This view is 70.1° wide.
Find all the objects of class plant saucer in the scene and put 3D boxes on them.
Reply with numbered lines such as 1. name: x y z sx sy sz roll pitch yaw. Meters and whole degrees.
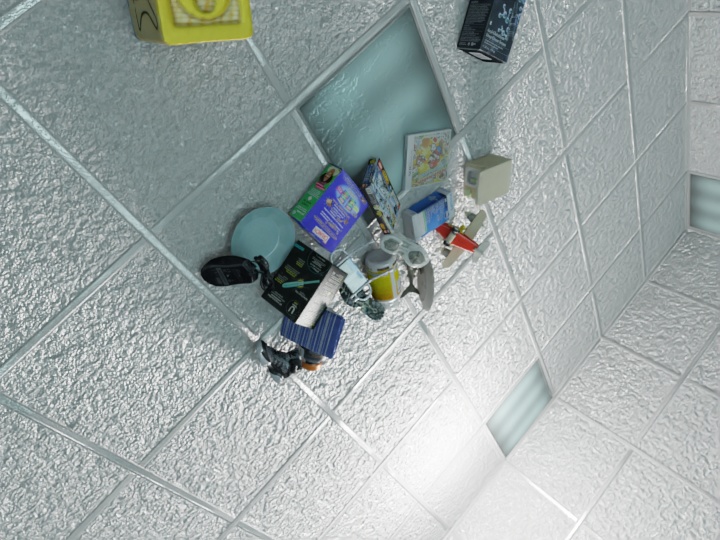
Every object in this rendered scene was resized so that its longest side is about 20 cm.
1. plant saucer: -0.280 -0.086 1.452 0.199 0.039 0.204 -18 121 -33

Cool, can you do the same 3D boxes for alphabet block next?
1. alphabet block: -0.354 -0.569 1.037 0.195 0.199 0.198 -22 125 -30

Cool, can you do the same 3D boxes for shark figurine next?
1. shark figurine: 0.173 -0.012 1.862 0.088 0.129 0.216 -2 134 -12

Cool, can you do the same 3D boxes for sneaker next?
1. sneaker: -0.251 0.267 1.608 0.112 0.076 0.201 -23 134 -2
2. sneaker: 0.148 -0.084 1.718 0.198 0.100 0.078 30 115 -23
3. sneaker: -0.010 0.099 1.749 0.200 0.086 0.078 42 82 -20

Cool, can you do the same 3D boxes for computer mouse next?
1. computer mouse: -0.332 -0.001 1.392 0.196 0.053 0.140 -1 138 6

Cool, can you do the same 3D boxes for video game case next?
1. video game case: 0.225 -0.378 1.741 0.198 0.023 0.185 -18 122 -33

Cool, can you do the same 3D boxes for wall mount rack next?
1. wall mount rack: 0.000 0.000 1.656 0.173 0.074 0.201 -40 108 -11

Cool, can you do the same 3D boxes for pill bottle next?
1. pill bottle: -0.145 0.223 1.673 0.105 0.106 0.203 -1 111 -39
2. pill bottle: 0.081 0.033 1.766 0.108 0.109 0.202 -29 127 -25

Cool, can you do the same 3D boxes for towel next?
1. towel: -0.150 0.174 1.596 0.024 0.198 0.147 -19 128 -65

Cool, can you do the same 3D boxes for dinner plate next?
1. dinner plate: 0.231 0.047 1.857 0.024 0.201 0.203 -2 116 -9

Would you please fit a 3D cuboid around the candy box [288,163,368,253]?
1. candy box: -0.090 -0.184 1.536 0.201 0.077 0.169 -52 136 -8

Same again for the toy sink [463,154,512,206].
1. toy sink: 0.453 -0.336 1.892 0.198 0.111 0.132 -26 126 -34

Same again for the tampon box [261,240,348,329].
1. tampon box: -0.163 0.045 1.518 0.201 0.149 0.126 -56 154 -1

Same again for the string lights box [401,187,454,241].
1. string lights box: 0.244 -0.200 1.820 0.199 0.059 0.104 -32 129 -24

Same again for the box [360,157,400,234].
1. box: 0.066 -0.233 1.620 0.201 0.039 0.138 59 35 -40

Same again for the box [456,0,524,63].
1. box: 0.417 -0.788 1.639 0.147 0.107 0.203 2 109 -40

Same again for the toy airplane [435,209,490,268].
1. toy airplane: 0.382 -0.119 1.919 0.197 0.142 0.201 -18 122 -1
